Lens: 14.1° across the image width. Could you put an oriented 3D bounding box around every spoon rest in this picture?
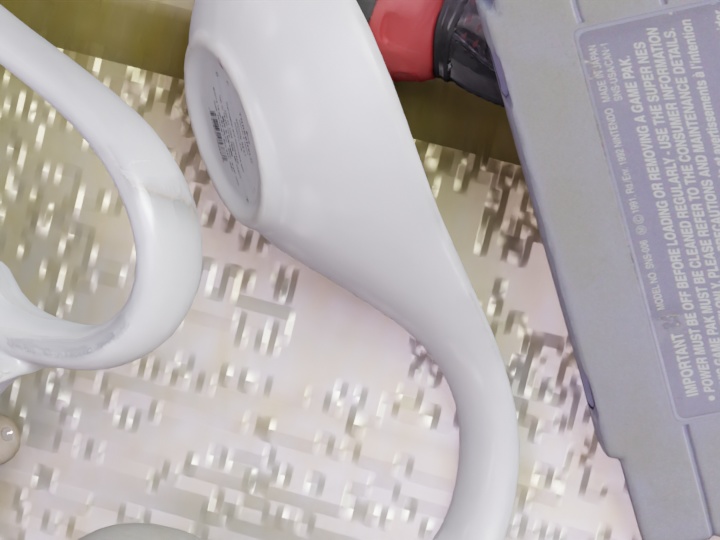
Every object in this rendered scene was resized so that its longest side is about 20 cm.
[{"bbox_3d":[0.000,0.000,0.779,0.060,0.099,0.201,-17,103,-20],"label":"spoon rest"}]

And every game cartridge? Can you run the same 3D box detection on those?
[{"bbox_3d":[0.107,-0.025,0.736,0.129,0.038,0.200,-9,120,15],"label":"game cartridge"}]

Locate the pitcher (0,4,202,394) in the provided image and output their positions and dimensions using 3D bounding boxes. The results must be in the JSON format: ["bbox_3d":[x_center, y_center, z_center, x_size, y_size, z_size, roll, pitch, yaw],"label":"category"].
[{"bbox_3d":[-0.130,-0.050,0.740,0.171,0.121,0.200,-24,84,32],"label":"pitcher"}]

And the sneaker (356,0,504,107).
[{"bbox_3d":[0.075,-0.126,0.757,0.098,0.071,0.201,28,100,9],"label":"sneaker"}]

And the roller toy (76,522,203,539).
[{"bbox_3d":[-0.057,0.164,0.739,0.140,0.200,0.183,-30,81,10],"label":"roller toy"}]

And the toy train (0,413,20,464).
[{"bbox_3d":[-0.188,0.007,0.829,0.150,0.056,0.201,-15,81,-11],"label":"toy train"}]
